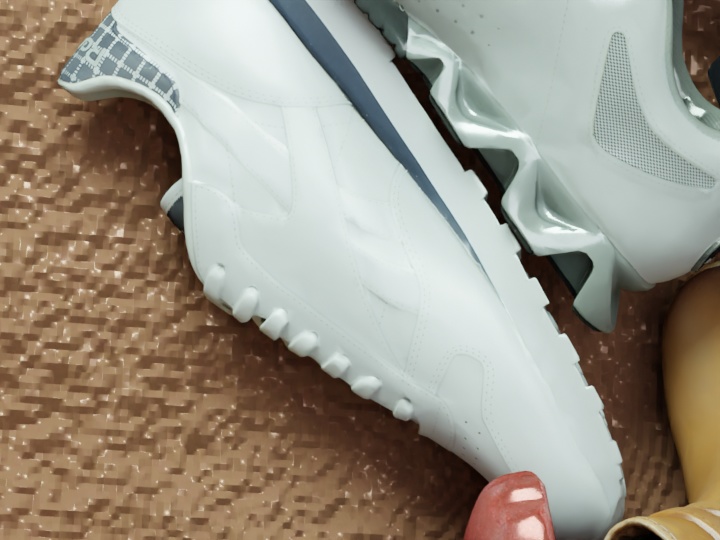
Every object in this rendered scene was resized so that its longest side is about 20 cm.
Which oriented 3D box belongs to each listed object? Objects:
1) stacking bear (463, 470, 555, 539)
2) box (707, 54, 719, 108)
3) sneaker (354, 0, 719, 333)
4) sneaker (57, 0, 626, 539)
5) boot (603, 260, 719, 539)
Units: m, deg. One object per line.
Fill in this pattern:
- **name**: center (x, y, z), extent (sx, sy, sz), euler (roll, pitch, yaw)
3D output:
- **stacking bear**: center (-0.045, 0.135, 0.750), extent (0.199, 0.114, 0.122), euler (-5, 47, -3)
- **box**: center (0.198, -0.001, 0.771), extent (0.132, 0.115, 0.200), euler (7, 53, -32)
- **sneaker**: center (0.043, -0.088, 0.777), extent (0.088, 0.074, 0.200), euler (-35, 100, 16)
- **sneaker**: center (0.000, 0.000, 0.802), extent (0.080, 0.076, 0.200), euler (-35, 86, -6)
- **boot**: center (0.102, 0.074, 0.754), extent (0.155, 0.074, 0.200), euler (16, 47, -53)
